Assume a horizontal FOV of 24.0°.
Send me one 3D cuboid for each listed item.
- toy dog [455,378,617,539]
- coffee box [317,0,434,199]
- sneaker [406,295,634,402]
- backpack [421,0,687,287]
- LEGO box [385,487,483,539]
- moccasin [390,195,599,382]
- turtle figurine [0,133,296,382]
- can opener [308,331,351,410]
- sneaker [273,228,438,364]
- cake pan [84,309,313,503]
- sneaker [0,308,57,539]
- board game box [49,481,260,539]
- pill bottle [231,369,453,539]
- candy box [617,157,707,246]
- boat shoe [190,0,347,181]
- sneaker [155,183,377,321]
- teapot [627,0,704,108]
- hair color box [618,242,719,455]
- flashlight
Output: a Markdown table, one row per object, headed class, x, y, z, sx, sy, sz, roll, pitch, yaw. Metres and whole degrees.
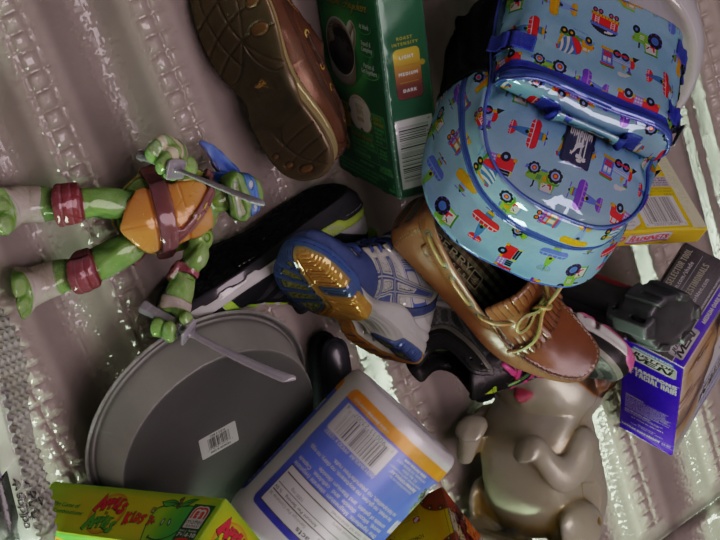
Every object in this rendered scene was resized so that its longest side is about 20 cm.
| class | x | y | z | sx | sy | sz | roll | pitch | yaw |
| --- | --- | --- | --- | --- | --- | --- | --- | --- | --- |
| toy dog | 0.170 | 0.149 | 1.494 | 0.194 | 0.139 | 0.200 | -9 | 108 | -40 |
| coffee box | 0.012 | -0.165 | 1.313 | 0.044 | 0.123 | 0.200 | -15 | 110 | -19 |
| sneaker | 0.124 | 0.073 | 1.404 | 0.074 | 0.200 | 0.088 | 74 | 32 | -61 |
| backpack | 0.142 | -0.099 | 1.253 | 0.182 | 0.135 | 0.200 | 25 | 59 | -15 |
| LEGO box | 0.021 | 0.287 | 1.408 | 0.200 | 0.077 | 0.149 | -27 | 129 | 12 |
| moccasin | 0.115 | 0.014 | 1.312 | 0.201 | 0.078 | 0.074 | 48 | 68 | -17 |
| turtle figurine | -0.159 | -0.020 | 1.217 | 0.194 | 0.200 | 0.144 | -11 | 144 | -6 |
| can opener | -0.023 | 0.151 | 1.414 | 0.079 | 0.063 | 0.200 | -6 | 106 | -30 |
| sneaker | 0.000 | 0.000 | 1.327 | 0.200 | 0.075 | 0.088 | 43 | 64 | -56 |
| cake pan | -0.118 | 0.124 | 1.324 | 0.200 | 0.037 | 0.200 | -23 | 134 | -26 |
| sneaker | -0.291 | 0.118 | 1.233 | 0.099 | 0.070 | 0.200 | -11 | 93 | 6 |
| board game box | -0.153 | 0.213 | 1.265 | 0.102 | 0.200 | 0.048 | 56 | 52 | -30 |
| pill bottle | -0.031 | 0.185 | 1.334 | 0.200 | 0.112 | 0.112 | -47 | 123 | 0 |
| candy box | 0.203 | -0.065 | 1.480 | 0.200 | 0.102 | 0.026 | -3 | 142 | -31 |
| boat shoe | -0.068 | -0.169 | 1.304 | 0.200 | 0.072 | 0.068 | 64 | 35 | -19 |
| sneaker | -0.065 | 0.008 | 1.343 | 0.200 | 0.072 | 0.083 | -31 | 119 | -21 |
| teapot | 0.188 | -0.199 | 1.409 | 0.197 | 0.146 | 0.200 | 12 | 120 | -9 |
| hair color box | 0.286 | 0.074 | 1.520 | 0.109 | 0.065 | 0.200 | -55 | 157 | -19 |
| flashlight | 0.206 | 0.017 | 1.438 | 0.068 | 0.200 | 0.068 | 33 | 84 | -35 |
